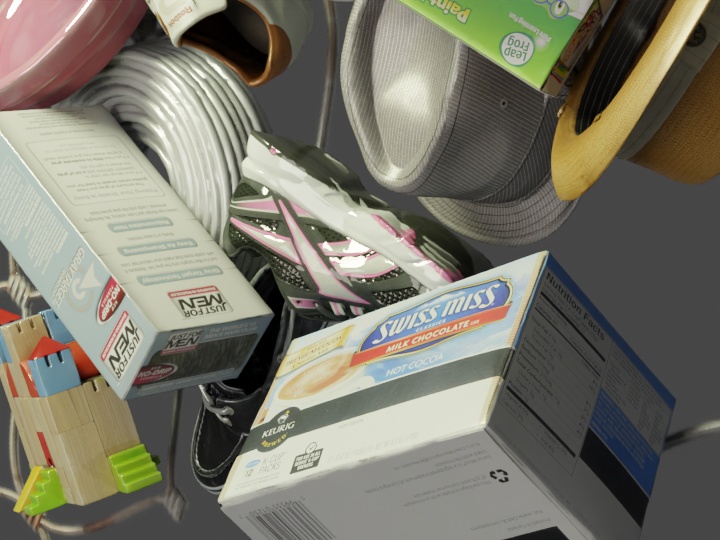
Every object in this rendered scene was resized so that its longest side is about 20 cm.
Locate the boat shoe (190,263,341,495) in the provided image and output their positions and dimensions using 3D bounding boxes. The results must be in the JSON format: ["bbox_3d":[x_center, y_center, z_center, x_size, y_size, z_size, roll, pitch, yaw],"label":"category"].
[{"bbox_3d":[-0.073,0.069,1.449,0.072,0.068,0.200,51,127,27],"label":"boat shoe"}]

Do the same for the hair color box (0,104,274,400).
[{"bbox_3d":[-0.154,-0.015,1.400,0.200,0.099,0.061,49,126,27],"label":"hair color box"}]

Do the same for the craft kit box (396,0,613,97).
[{"bbox_3d":[0.070,-0.227,1.195,0.200,0.049,0.198,34,96,15],"label":"craft kit box"}]

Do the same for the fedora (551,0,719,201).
[{"bbox_3d":[0.174,-0.110,1.147,0.082,0.201,0.201,29,125,-9],"label":"fedora"}]

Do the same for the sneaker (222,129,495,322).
[{"bbox_3d":[0.000,0.000,1.342,0.200,0.080,0.087,36,108,29],"label":"sneaker"}]

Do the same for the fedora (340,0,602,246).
[{"bbox_3d":[0.050,-0.109,1.285,0.177,0.090,0.201,28,115,39],"label":"fedora"}]

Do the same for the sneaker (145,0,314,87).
[{"bbox_3d":[-0.112,-0.193,1.370,0.200,0.085,0.073,41,126,-13],"label":"sneaker"}]

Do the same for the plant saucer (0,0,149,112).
[{"bbox_3d":[-0.198,-0.181,1.494,0.200,0.051,0.201,-32,37,29],"label":"plant saucer"}]

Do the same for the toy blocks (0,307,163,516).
[{"bbox_3d":[-0.203,0.085,1.536,0.200,0.100,0.137,-8,101,71],"label":"toy blocks"}]

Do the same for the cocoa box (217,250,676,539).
[{"bbox_3d":[0.049,0.100,1.245,0.200,0.131,0.133,-20,124,39],"label":"cocoa box"}]

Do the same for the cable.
[{"bbox_3d":[-0.131,-0.052,1.489,0.200,0.069,0.200,42,123,32],"label":"cable"}]
